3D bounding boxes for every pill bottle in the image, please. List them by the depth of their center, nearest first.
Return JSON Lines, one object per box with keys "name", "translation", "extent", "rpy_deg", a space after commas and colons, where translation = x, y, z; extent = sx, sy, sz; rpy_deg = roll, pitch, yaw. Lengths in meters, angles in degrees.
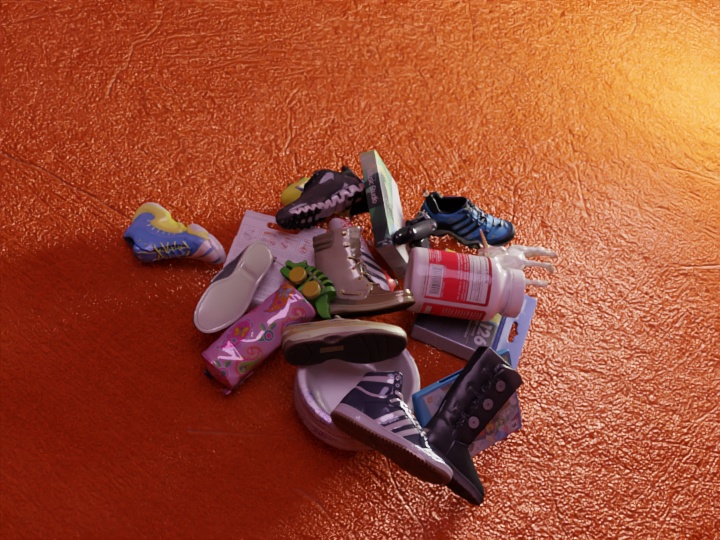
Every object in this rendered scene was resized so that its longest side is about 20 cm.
{"name": "pill bottle", "translation": [0.179, 0.027, 1.505], "extent": [0.198, 0.113, 0.113], "rpy_deg": [8, 51, -5]}

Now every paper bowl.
{"name": "paper bowl", "translation": [-0.009, 0.196, 1.394], "extent": [0.198, 0.105, 0.202], "rpy_deg": [5, 52, -7]}

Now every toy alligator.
{"name": "toy alligator", "translation": [-0.095, 0.010, 1.479], "extent": [0.054, 0.059, 0.200], "rpy_deg": [-38, 54, -10]}

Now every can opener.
{"name": "can opener", "translation": [0.106, -0.070, 1.574], "extent": [0.063, 0.200, 0.079], "rpy_deg": [-27, 86, 13]}

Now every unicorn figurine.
{"name": "unicorn figurine", "translation": [0.292, -0.019, 1.613], "extent": [0.136, 0.200, 0.075], "rpy_deg": [16, 94, 15]}

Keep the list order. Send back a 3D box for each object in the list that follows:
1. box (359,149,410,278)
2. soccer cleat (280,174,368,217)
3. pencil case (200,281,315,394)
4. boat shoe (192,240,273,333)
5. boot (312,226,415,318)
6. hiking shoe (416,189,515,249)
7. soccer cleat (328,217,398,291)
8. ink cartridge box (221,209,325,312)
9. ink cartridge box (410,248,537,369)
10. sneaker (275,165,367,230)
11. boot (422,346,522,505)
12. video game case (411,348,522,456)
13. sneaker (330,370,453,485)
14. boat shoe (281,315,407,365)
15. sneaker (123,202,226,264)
{"name": "box", "translation": [0.049, -0.103, 1.595], "extent": [0.036, 0.144, 0.202], "rpy_deg": [-17, 63, 13]}
{"name": "soccer cleat", "translation": [-0.054, -0.137, 1.666], "extent": [0.198, 0.065, 0.084], "rpy_deg": [-4, 54, -16]}
{"name": "pencil case", "translation": [-0.168, 0.109, 1.417], "extent": [0.200, 0.088, 0.087], "rpy_deg": [-42, 69, -18]}
{"name": "boat shoe", "translation": [-0.219, 0.034, 1.454], "extent": [0.073, 0.062, 0.201], "rpy_deg": [44, 55, -15]}
{"name": "boot", "translation": [0.000, 0.000, 1.483], "extent": [0.198, 0.072, 0.156], "rpy_deg": [-6, 79, 31]}
{"name": "hiking shoe", "translation": [0.209, -0.097, 1.676], "extent": [0.198, 0.087, 0.075], "rpy_deg": [10, 51, -4]}
{"name": "soccer cleat", "translation": [-0.013, -0.016, 1.581], "extent": [0.085, 0.069, 0.201], "rpy_deg": [-22, 64, -30]}
{"name": "ink cartridge box", "translation": [-0.160, -0.008, 1.559], "extent": [0.159, 0.050, 0.201], "rpy_deg": [14, 48, -1]}
{"name": "ink cartridge box", "translation": [0.213, 0.074, 1.573], "extent": [0.198, 0.047, 0.198], "rpy_deg": [21, 51, 7]}
{"name": "sneaker", "translation": [-0.081, -0.139, 1.601], "extent": [0.199, 0.067, 0.091], "rpy_deg": [-24, 68, -25]}
{"name": "boot", "translation": [0.187, 0.242, 1.354], "extent": [0.165, 0.065, 0.200], "rpy_deg": [49, 66, -25]}
{"name": "video game case", "translation": [0.175, 0.228, 1.392], "extent": [0.199, 0.145, 0.018], "rpy_deg": [-21, 18, -30]}
{"name": "sneaker", "translation": [0.065, 0.223, 1.271], "extent": [0.199, 0.070, 0.109], "rpy_deg": [28, 57, 17]}
{"name": "boat shoe", "translation": [-0.027, 0.099, 1.362], "extent": [0.198, 0.072, 0.076], "rpy_deg": [0, 36, -14]}
{"name": "sneaker", "translation": [-0.337, -0.040, 1.534], "extent": [0.199, 0.076, 0.105], "rpy_deg": [27, 62, 23]}
